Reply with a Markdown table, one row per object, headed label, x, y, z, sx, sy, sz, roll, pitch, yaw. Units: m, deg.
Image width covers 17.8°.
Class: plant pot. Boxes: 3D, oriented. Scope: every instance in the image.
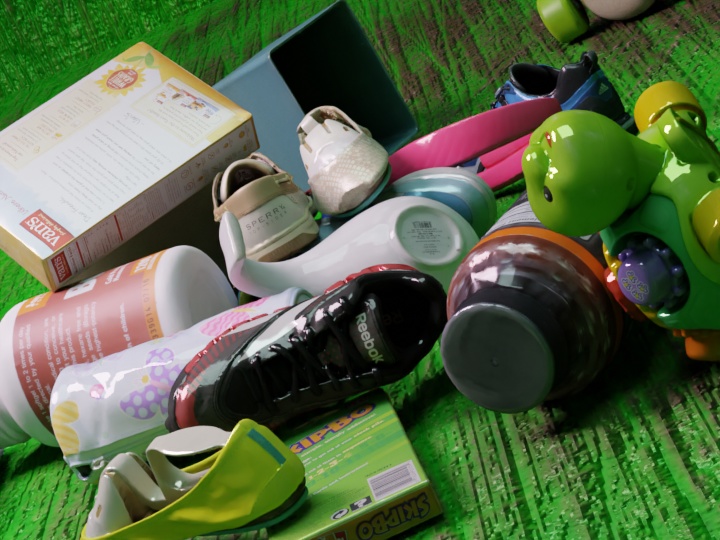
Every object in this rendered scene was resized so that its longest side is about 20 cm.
| label | x | y | z | sx | sy | sz | roll | pitch | yaw |
| --- | --- | --- | --- | --- | --- | --- | --- | --- | --- |
| plant pot | -0.143 | -0.037 | 1.845 | 0.134 | 0.201 | 0.200 | 20 | 32 | 16 |
| plant pot | -0.083 | -0.128 | 2.111 | 0.199 | 0.142 | 0.141 | -23 | 13 | 39 |

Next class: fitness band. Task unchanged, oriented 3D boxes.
| label | x | y | z | sx | sy | sz | roll | pitch | yaw |
| --- | --- | --- | --- | --- | --- | --- | --- | --- | --- |
| fitness band | 0.075 | -0.080 | 1.753 | 0.143 | 0.038 | 0.200 | -16 | -9 | -30 |

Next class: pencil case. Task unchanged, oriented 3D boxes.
| label | x | y | z | sx | sy | sz | roll | pitch | yaw |
| --- | --- | --- | --- | --- | --- | --- | --- | --- | --- |
| pencil case | -0.109 | 0.078 | 1.538 | 0.199 | 0.083 | 0.091 | -20 | 20 | 17 |

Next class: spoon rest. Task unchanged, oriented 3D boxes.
| label | x | y | z | sx | sy | sz | roll | pitch | yaw |
| --- | --- | --- | --- | --- | --- | --- | --- | --- | --- |
| spoon rest | -0.005 | -0.009 | 1.574 | 0.199 | 0.100 | 0.061 | 1 | -34 | -24 |

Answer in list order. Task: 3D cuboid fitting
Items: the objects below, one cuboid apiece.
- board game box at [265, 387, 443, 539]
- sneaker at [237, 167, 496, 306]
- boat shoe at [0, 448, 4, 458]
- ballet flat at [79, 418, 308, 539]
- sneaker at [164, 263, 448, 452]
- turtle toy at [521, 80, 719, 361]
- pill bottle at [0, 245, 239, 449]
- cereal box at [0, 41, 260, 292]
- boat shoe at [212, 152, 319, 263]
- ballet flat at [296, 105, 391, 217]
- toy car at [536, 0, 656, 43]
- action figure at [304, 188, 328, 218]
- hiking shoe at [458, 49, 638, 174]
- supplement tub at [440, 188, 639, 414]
| label | x | y | z | sx | sy | sz | roll | pitch | yaw |
| --- | --- | --- | --- | --- | --- | --- | --- | --- | --- |
| board game box | -0.013 | 0.121 | 1.348 | 0.095 | 0.030 | 0.200 | -25 | 17 | -1 |
| sneaker | 0.000 | 0.000 | 1.651 | 0.199 | 0.080 | 0.131 | -24 | 14 | 28 |
| boat shoe | -0.305 | 0.150 | 1.655 | 0.065 | 0.074 | 0.200 | -32 | 7 | 8 |
| ballet flat | -0.112 | 0.130 | 1.333 | 0.200 | 0.067 | 0.067 | -25 | 20 | 42 |
| sneaker | -0.027 | 0.051 | 1.426 | 0.200 | 0.071 | 0.098 | -26 | 4 | -19 |
| turtle toy | 0.170 | -0.027 | 1.275 | 0.101 | 0.200 | 0.146 | -38 | 36 | 14 |
| pill bottle | -0.191 | 0.062 | 1.664 | 0.199 | 0.113 | 0.112 | -19 | 16 | 22 |
| cereal box | -0.195 | -0.081 | 1.718 | 0.200 | 0.040 | 0.144 | -36 | 49 | -22 |
| boat shoe | -0.074 | -0.052 | 1.686 | 0.074 | 0.067 | 0.200 | -30 | 12 | -5 |
| ballet flat | -0.022 | -0.084 | 1.703 | 0.067 | 0.062 | 0.200 | -44 | 11 | 3 |
| toy car | 0.252 | -0.328 | 2.264 | 0.164 | 0.158 | 0.200 | -30 | 0 | 22 |
| action figure | -0.012 | -0.042 | 1.832 | 0.051 | 0.066 | 0.200 | -13 | 20 | 25 |
| hiking shoe | 0.134 | -0.127 | 1.844 | 0.199 | 0.087 | 0.074 | -9 | 21 | 45 |
| supplement tub | 0.118 | 0.008 | 1.371 | 0.107 | 0.107 | 0.200 | -15 | 19 | 34 |
